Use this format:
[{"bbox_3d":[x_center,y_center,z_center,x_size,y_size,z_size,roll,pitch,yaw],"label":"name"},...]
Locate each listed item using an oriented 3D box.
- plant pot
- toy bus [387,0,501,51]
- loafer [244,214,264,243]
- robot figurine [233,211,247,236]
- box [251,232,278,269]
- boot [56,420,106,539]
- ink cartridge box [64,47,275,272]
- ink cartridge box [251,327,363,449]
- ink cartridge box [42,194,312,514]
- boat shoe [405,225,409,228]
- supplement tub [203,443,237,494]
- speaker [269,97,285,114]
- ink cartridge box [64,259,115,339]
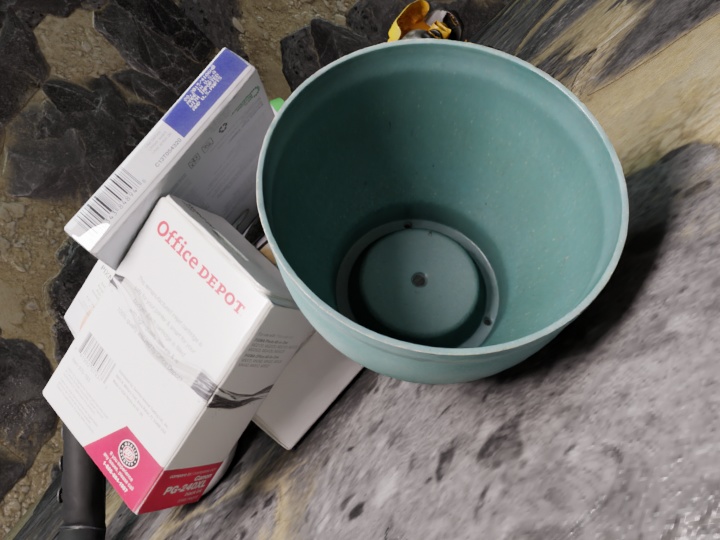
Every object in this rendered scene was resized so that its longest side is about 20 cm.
[{"bbox_3d":[0.042,-0.017,0.465,0.201,0.199,0.135,-50,-16,-24],"label":"plant pot"},{"bbox_3d":[0.102,-0.256,1.118,0.192,0.200,0.136,-47,4,44],"label":"toy bus"},{"bbox_3d":[-0.098,-0.019,0.822,0.200,0.075,0.070,-44,12,14],"label":"loafer"},{"bbox_3d":[-0.119,-0.047,0.955,0.198,0.150,0.126,-20,49,22],"label":"robot figurine"},{"bbox_3d":[-0.051,-0.026,0.702,0.199,0.060,0.117,-39,10,22],"label":"box"},{"bbox_3d":[-0.319,0.250,0.876,0.165,0.065,0.203,177,98,-76],"label":"boot"},{"bbox_3d":[-0.148,-0.070,0.695,0.197,0.043,0.200,-52,-13,-10],"label":"ink cartridge box"},{"bbox_3d":[-0.065,0.078,0.760,0.146,0.084,0.200,-48,10,-9],"label":"ink cartridge box"},{"bbox_3d":[-0.145,0.065,0.622,0.201,0.145,0.083,-55,-28,10],"label":"ink cartridge box"},{"bbox_3d":[-0.001,0.000,0.899,0.199,0.072,0.068,-37,44,8],"label":"boat shoe"},{"bbox_3d":[-0.217,0.168,0.858,0.145,0.145,0.200,-47,10,-13],"label":"supplement tub"},{"bbox_3d":[-0.148,-0.104,0.859,0.199,0.089,0.088,-37,9,-4],"label":"speaker"},{"bbox_3d":[-0.186,-0.012,0.785,0.200,0.050,0.161,-48,-19,25],"label":"ink cartridge box"}]
